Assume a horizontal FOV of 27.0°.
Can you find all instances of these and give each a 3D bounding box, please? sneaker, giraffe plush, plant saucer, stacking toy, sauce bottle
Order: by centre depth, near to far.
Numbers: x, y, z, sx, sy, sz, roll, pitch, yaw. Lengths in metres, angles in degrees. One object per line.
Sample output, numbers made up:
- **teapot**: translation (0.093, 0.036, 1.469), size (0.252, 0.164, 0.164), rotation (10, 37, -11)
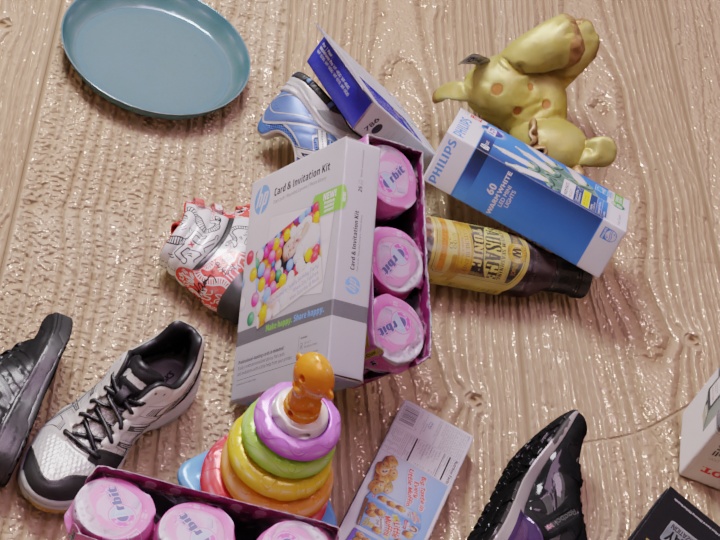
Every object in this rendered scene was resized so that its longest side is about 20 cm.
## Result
- **stacking toy**: translation (-0.057, 0.129, 1.161), size (0.109, 0.201, 0.116), rotation (-20, 58, -36)
- **sneaker**: translation (-0.303, 0.096, 1.183), size (0.103, 0.060, 0.201), rotation (23, 47, -9)
- **sneaker**: translation (-0.198, 0.108, 1.200), size (0.075, 0.088, 0.200), rotation (35, 46, 8)
- **sneaker**: translation (0.160, 0.210, 1.289), size (0.087, 0.076, 0.200), rotation (42, 49, -3)
- **sneaker**: translation (-0.105, -0.045, 1.397), size (0.107, 0.067, 0.202), rotation (34, 47, 6)
- **sauce bottle**: translation (0.133, -0.009, 1.471), size (0.198, 0.066, 0.067), rotation (8, 46, -21)
- **sneaker**: translation (-0.021, -0.102, 1.498), size (0.077, 0.076, 0.200), rotation (-42, 81, -2)
- **plant saucer**: translation (-0.212, -0.222, 1.544), size (0.198, 0.028, 0.202), rotation (13, 46, -13)
- **giraffe plush**: translation (0.192, -0.160, 1.591), size (0.199, 0.172, 0.163), rotation (-20, 80, -48)

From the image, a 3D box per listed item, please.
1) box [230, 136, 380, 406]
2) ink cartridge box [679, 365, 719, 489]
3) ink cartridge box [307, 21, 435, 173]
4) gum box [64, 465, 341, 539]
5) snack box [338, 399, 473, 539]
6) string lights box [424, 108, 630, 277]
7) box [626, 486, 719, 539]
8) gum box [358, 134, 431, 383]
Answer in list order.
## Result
- **box**: translation (-0.047, 0.006, 1.260), size (0.041, 0.155, 0.203), rotation (17, 70, -31)
- **ink cartridge box**: translation (0.399, 0.128, 1.365), size (0.144, 0.201, 0.085), rotation (21, 46, -4)
- **ink cartridge box**: translation (0.007, -0.166, 1.498), size (0.100, 0.039, 0.200), rotation (57, 11, 28)
- **gum box**: translation (-0.126, 0.221, 1.107), size (0.198, 0.114, 0.067), rotation (16, 44, -9)
- **snack box**: translation (0.032, 0.196, 1.264), size (0.071, 0.024, 0.201), rotation (29, 44, 2)
- **string lights box**: translation (0.167, -0.079, 1.492), size (0.199, 0.059, 0.103), rotation (29, 23, 1)
- **box**: translation (0.297, 0.302, 1.264), size (0.199, 0.050, 0.157), rotation (39, 46, 13)
- **gum box**: translation (0.000, 0.000, 1.312), size (0.066, 0.113, 0.202), rotation (12, 66, -34)
